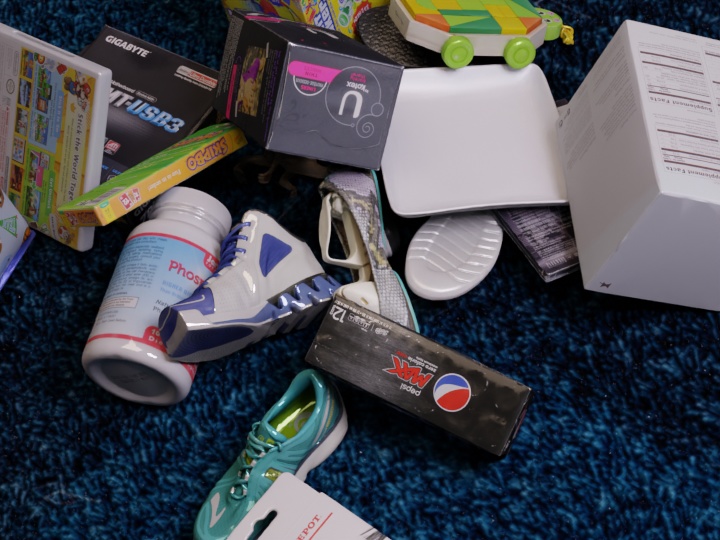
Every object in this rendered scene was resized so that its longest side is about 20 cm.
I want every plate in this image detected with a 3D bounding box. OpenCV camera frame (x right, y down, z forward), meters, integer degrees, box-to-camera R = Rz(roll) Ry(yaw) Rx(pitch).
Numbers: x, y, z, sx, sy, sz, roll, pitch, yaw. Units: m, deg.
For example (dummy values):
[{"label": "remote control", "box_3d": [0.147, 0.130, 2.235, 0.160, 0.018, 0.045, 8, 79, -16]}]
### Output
[{"label": "plate", "box_3d": [0.106, -0.124, 1.581, 0.198, 0.032, 0.200, -5, 48, -12]}]

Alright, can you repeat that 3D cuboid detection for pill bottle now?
[{"label": "pill bottle", "box_3d": [-0.192, 0.022, 1.576, 0.108, 0.109, 0.201, 6, 59, 17]}]

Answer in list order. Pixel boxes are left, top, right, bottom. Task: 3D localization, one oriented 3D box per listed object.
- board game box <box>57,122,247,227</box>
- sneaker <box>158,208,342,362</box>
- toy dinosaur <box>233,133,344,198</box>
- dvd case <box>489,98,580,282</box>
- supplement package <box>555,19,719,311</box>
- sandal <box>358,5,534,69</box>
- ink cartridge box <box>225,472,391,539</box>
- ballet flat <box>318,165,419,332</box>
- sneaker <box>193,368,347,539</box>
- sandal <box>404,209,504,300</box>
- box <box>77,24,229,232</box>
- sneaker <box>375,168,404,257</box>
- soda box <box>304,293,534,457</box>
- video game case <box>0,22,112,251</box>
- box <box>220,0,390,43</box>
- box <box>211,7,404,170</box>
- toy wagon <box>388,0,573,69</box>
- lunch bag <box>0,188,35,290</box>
[{"label": "board game box", "box_3d": [-0.203, -0.100, 1.626, 0.200, 0.030, 0.095, -36, 19, -28]}, {"label": "sneaker", "box_3d": [-0.117, 0.009, 1.534, 0.198, 0.081, 0.116, -15, 69, -38]}, {"label": "toy dinosaur", "box_3d": [-0.090, -0.136, 1.704, 0.101, 0.058, 0.200, -27, 59, -23]}, {"label": "dvd case", "box_3d": [0.193, -0.083, 1.587, 0.148, 0.016, 0.200, -20, 53, -19]}, {"label": "supplement package", "box_3d": [0.289, -0.094, 1.478, 0.150, 0.152, 0.201, 9, 53, -18]}, {"label": "sandal", "box_3d": [0.087, -0.225, 1.719, 0.199, 0.048, 0.076, 21, 62, 12]}, {"label": "ink cartridge box", "box_3d": [-0.020, 0.276, 1.384, 0.199, 0.068, 0.116, 31, 68, 29]}, {"label": "ballet flat", "box_3d": [0.000, 0.000, 1.530, 0.072, 0.072, 0.202, -15, 82, 3]}, {"label": "sneaker", "box_3d": [-0.090, 0.173, 1.466, 0.077, 0.080, 0.200, 24, 66, 27]}, {"label": "sandal", "box_3d": [0.103, -0.034, 1.580, 0.082, 0.050, 0.203, 20, 49, 12]}, {"label": "box", "box_3d": [-0.261, -0.159, 1.756, 0.199, 0.050, 0.199, 26, 67, 27]}, {"label": "sneaker", "box_3d": [0.046, -0.110, 1.628, 0.111, 0.073, 0.201, -14, 54, 3]}, {"label": "soda box", "box_3d": [0.054, 0.097, 1.453, 0.199, 0.063, 0.071, 26, 87, 12]}, {"label": "video game case", "box_3d": [-0.343, -0.143, 1.690, 0.181, 0.201, 0.023, 25, 27, 27]}, {"label": "box", "box_3d": [-0.053, -0.335, 1.728, 0.121, 0.200, 0.193, 22, 65, 25]}, {"label": "box", "box_3d": [-0.056, -0.179, 1.564, 0.121, 0.107, 0.200, 8, 15, -24]}, {"label": "toy wagon", "box_3d": [0.132, -0.262, 1.679, 0.198, 0.040, 0.155, -2, 35, -18]}, {"label": "lunch bag", "box_3d": [-0.443, -0.017, 1.630, 0.123, 0.170, 0.201, 14, 60, 28]}]
